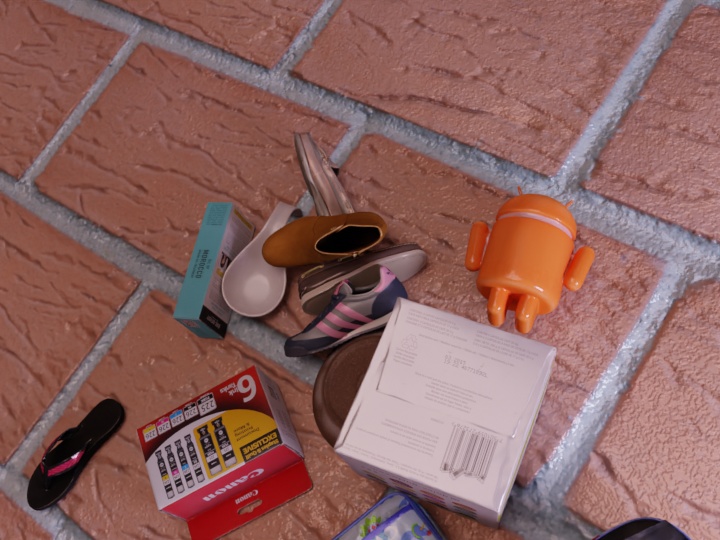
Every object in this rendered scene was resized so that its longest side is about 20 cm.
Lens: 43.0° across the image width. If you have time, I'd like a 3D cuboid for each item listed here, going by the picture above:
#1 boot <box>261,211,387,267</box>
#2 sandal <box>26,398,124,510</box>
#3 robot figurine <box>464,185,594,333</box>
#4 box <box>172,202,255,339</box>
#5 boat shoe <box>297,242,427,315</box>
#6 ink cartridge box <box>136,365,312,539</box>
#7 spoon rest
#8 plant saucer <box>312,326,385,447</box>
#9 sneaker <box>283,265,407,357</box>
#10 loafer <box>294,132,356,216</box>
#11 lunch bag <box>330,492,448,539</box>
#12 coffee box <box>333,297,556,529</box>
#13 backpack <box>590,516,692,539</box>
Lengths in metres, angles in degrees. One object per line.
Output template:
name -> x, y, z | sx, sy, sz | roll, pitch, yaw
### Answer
boot -> -0.060, -0.043, 1.315 | 0.201, 0.144, 0.071 | -15, 97, 8
sandal -> -0.446, 0.275, 1.398 | 0.075, 0.045, 0.200 | 34, 80, 31
robot figurine -> 0.228, -0.018, 1.242 | 0.144, 0.117, 0.200 | -5, 60, 50
box -> -0.227, -0.001, 1.431 | 0.049, 0.082, 0.200 | 3, 65, 24
boat shoe -> 0.000, 0.000, 1.349 | 0.200, 0.072, 0.060 | -24, 53, 9
ink cartridge box -> -0.190, 0.262, 1.282 | 0.200, 0.084, 0.176 | -29, 58, 5
spoon rest -> -0.147, -0.022, 1.416 | 0.099, 0.061, 0.200 | 18, 70, 7
plant saucer -> 0.019, 0.165, 1.278 | 0.200, 0.037, 0.201 | -9, 63, 18
sneaker -> -0.029, 0.058, 1.312 | 0.200, 0.070, 0.082 | -24, 99, 7
loafer -> -0.052, -0.137, 1.448 | 0.063, 0.072, 0.200 | -16, 65, -6
lunch bag -> 0.023, 0.387, 1.138 | 0.200, 0.082, 0.161 | -36, 55, 0
coffee box -> 0.108, 0.179, 1.119 | 0.199, 0.198, 0.200 | 19, 73, 14
backpack -> 0.304, 0.371, 0.994 | 0.190, 0.154, 0.200 | -39, 63, 9
